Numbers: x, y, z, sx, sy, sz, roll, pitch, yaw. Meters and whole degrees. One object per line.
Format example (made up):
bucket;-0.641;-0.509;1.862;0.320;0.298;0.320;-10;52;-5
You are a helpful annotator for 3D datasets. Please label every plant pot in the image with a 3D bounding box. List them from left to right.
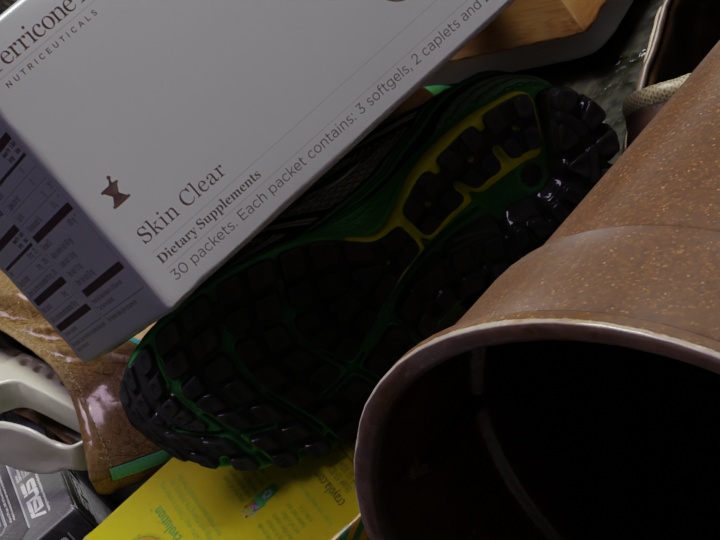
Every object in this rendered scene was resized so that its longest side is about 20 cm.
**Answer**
plant pot;0.132;0.026;0.700;0.200;0.200;0.198;-9;34;44

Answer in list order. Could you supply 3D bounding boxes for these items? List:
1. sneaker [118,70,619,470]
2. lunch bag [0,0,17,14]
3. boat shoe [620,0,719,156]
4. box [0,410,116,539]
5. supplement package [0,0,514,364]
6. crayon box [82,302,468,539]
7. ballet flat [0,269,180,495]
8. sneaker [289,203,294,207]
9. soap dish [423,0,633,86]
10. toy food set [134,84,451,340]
sneaker;0.000;0.000;0.905;0.200;0.078;0.085;-34;21;-5
lunch bag;-0.116;-0.147;1.240;0.139;0.168;0.200;-12;40;42
boat shoe;0.118;-0.037;0.901;0.075;0.075;0.202;-21;35;33
box;-0.186;0.122;1.078;0.158;0.048;0.200;-41;28;1
supplement package;-0.048;-0.080;0.892;0.200;0.111;0.156;-43;5;-18
crayon box;-0.023;0.093;0.920;0.200;0.051;0.127;-42;29;-2
ballet flat;-0.142;0.044;1.028;0.072;0.068;0.200;-36;40;-26
sneaker;-0.032;-0.078;1.037;0.098;0.071;0.201;9;60;54
soap dish;0.052;-0.162;1.147;0.200;0.081;0.157;-7;44;47
toy food set;-0.035;-0.012;1.079;0.200;0.049;0.198;-35;29;13
